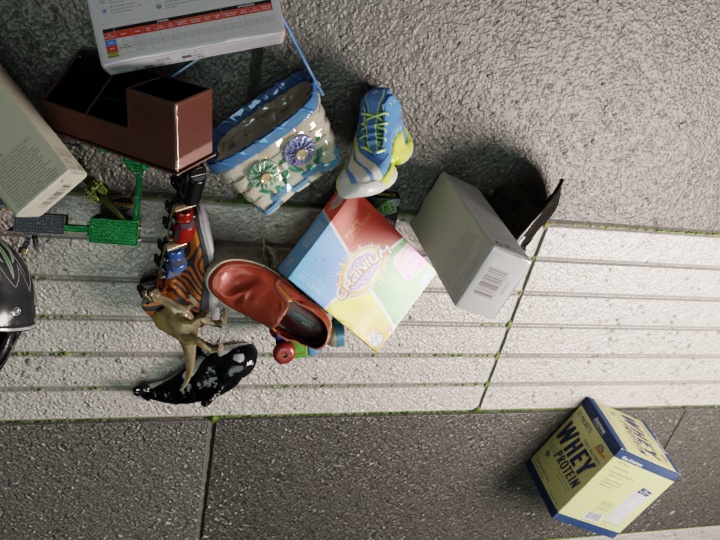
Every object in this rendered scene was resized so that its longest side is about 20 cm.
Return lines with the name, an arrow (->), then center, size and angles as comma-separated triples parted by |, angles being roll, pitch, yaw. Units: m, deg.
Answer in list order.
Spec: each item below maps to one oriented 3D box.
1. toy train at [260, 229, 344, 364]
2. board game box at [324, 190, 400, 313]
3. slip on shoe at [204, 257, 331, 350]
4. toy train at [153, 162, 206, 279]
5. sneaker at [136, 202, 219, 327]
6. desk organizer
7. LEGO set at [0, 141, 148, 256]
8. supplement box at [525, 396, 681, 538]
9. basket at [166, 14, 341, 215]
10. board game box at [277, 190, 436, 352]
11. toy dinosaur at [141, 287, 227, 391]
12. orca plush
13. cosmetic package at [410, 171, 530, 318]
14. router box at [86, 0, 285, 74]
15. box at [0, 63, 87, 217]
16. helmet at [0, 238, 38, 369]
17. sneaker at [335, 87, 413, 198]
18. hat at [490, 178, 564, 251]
toy train -> -0.081, 0.032, 1.082 | 0.112, 0.085, 0.205 | -6, 116, -10
board game box -> -0.006, -0.024, 1.109 | 0.102, 0.024, 0.204 | 0, 124, -14
slip on shoe -> -0.118, 0.046, 1.000 | 0.198, 0.061, 0.075 | 33, 94, -21
toy train -> -0.219, -0.058, 0.908 | 0.034, 0.046, 0.202 | -24, 152, -40
sneaker -> -0.253, 0.004, 1.018 | 0.109, 0.078, 0.204 | -6, 125, -14
desk organizer -> -0.260, -0.179, 0.825 | 0.196, 0.072, 0.079 | 20, 122, 20
LEGO set -> -0.343, -0.101, 0.921 | 0.194, 0.116, 0.159 | -5, 98, -15
supplement box -> 0.477, 0.394, 1.472 | 0.197, 0.135, 0.201 | 24, 115, -29
basket -> -0.119, -0.187, 0.887 | 0.174, 0.140, 0.201 | -33, 117, 9
board game box -> 0.000, 0.000, 1.055 | 0.199, 0.040, 0.154 | 41, 85, -34
toy dinosaur -> -0.237, 0.083, 1.033 | 0.098, 0.059, 0.203 | -1, 133, 11
orca plush -> -0.250, 0.174, 1.141 | 0.194, 0.072, 0.107 | -9, 126, -11
cosmetic package -> 0.147, -0.039, 1.030 | 0.073, 0.202, 0.103 | 18, 119, -26
router box -> -0.190, -0.318, 0.779 | 0.194, 0.049, 0.185 | -12, 96, -8
box -> -0.395, -0.161, 0.804 | 0.081, 0.068, 0.202 | -36, 95, 0
helmet -> -0.494, 0.036, 0.895 | 0.198, 0.201, 0.192 | 33, 102, -32
sneaker -> 0.010, -0.165, 0.928 | 0.074, 0.201, 0.108 | -6, 113, 20
hat -> 0.220, -0.064, 1.104 | 0.202, 0.080, 0.202 | -50, 164, -20
